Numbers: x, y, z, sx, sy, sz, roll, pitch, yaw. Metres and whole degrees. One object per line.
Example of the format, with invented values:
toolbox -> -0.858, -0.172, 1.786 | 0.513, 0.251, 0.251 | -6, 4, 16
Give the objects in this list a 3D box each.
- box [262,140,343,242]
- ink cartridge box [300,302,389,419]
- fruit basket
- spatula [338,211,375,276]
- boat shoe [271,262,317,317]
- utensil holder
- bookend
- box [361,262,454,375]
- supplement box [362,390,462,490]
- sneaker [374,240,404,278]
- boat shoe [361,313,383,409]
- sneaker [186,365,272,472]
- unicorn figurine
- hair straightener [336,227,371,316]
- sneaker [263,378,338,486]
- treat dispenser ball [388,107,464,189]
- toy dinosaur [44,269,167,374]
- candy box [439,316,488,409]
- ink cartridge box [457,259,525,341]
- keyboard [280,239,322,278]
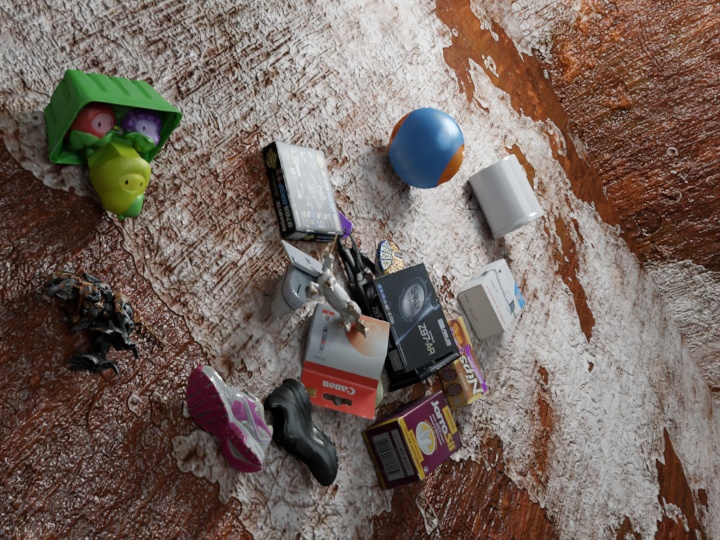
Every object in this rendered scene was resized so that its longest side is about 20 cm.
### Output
box -> -0.120, -0.165, 1.672 | 0.157, 0.045, 0.205 | 2, 70, -54
ink cartridge box -> -0.031, 0.172, 1.538 | 0.159, 0.051, 0.203 | 16, 49, -10
fruit basket -> -0.385, -0.197, 1.256 | 0.214, 0.155, 0.218 | 32, 33, -24
spatula -> -0.008, -0.054, 1.785 | 0.201, 0.020, 0.057 | 53, 42, -23
boat shoe -> -0.135, 0.031, 1.525 | 0.074, 0.066, 0.200 | 55, 14, -8
utensil holder -> 0.433, -0.221, 2.361 | 0.169, 0.168, 0.203 | -26, 91, -56
bookend -> 0.113, 0.140, 1.779 | 0.197, 0.091, 0.204 | -16, 83, -56
box -> 0.103, 0.100, 1.674 | 0.158, 0.043, 0.204 | -16, 85, -40
supplement box -> 0.112, 0.352, 1.647 | 0.199, 0.102, 0.133 | -19, 85, -56
sneaker -> 0.050, 0.028, 1.769 | 0.074, 0.088, 0.204 | 18, 51, -27
boat shoe -> -0.003, 0.183, 1.612 | 0.065, 0.071, 0.205 | 10, 63, -49
sneaker -> -0.212, 0.232, 1.299 | 0.203, 0.080, 0.089 | 62, 32, -22
unicorn figurine -> -0.048, 0.041, 1.539 | 0.137, 0.073, 0.204 | -35, 102, -80
hair straightener -> 0.000, 0.000, 1.715 | 0.040, 0.076, 0.204 | -10, 80, -42
sneaker -> -0.112, 0.300, 1.411 | 0.090, 0.075, 0.203 | -27, 86, -46
treat dispenser ball -> 0.168, -0.312, 2.017 | 0.199, 0.198, 0.205 | 30, 48, -41
toy dinosaur -> -0.368, 0.070, 1.164 | 0.196, 0.103, 0.137 | 14, 40, -25
candy box -> 0.235, 0.224, 1.932 | 0.116, 0.056, 0.204 | -9, 78, -55
ink cartridge box -> 0.361, 0.078, 2.164 | 0.149, 0.085, 0.200 | 62, 33, -7
keyboard -> -0.103, -0.012, 1.581 | 0.057, 0.011, 0.200 | 57, 10, 24
